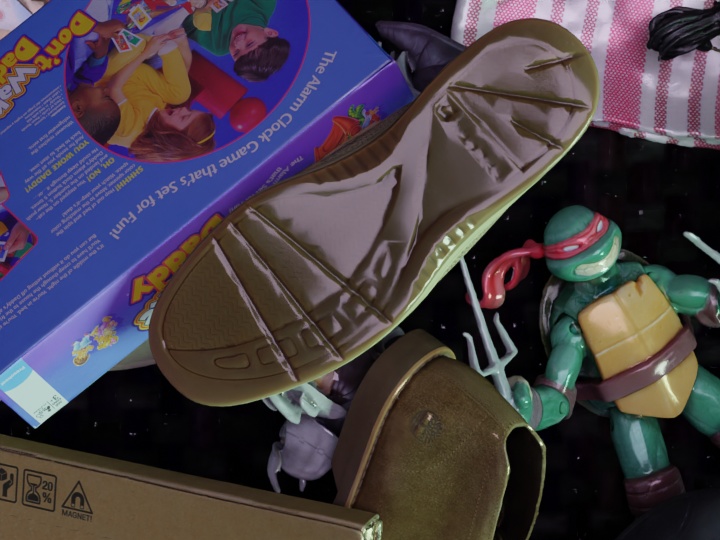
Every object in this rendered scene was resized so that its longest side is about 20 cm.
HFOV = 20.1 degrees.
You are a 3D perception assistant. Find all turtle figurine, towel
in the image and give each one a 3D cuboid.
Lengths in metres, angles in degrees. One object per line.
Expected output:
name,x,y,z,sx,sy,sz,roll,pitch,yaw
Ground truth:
turtle figurine,0.125,0.040,0.882,0.149,0.101,0.200,-30,108,6
towel,0.144,-0.130,0.911,0.199,0.030,0.147,8,91,-5

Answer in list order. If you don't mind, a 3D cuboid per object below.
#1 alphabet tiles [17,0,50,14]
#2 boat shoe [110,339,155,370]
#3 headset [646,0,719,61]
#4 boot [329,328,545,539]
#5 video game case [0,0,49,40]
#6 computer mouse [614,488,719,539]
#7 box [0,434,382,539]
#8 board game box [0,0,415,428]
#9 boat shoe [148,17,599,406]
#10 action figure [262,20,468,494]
alphabet tiles,-0.100,-0.185,0.882,0.200,0.006,0.167,42,87,-1
boat shoe,-0.131,0.012,0.875,0.199,0.072,0.060,-18,55,-3
headset,0.180,-0.048,0.819,0.093,0.201,0.124,-15,138,5
boot,0.020,0.126,0.849,0.075,0.074,0.201,33,128,24
video game case,-0.119,-0.101,0.895,0.199,0.018,0.144,-18,94,-4
computer mouse,0.112,0.177,0.836,0.200,0.053,0.139,-45,106,-5
box,-0.093,0.163,0.853,0.199,0.021,0.164,10,103,20
board game box,-0.094,-0.052,0.822,0.200,0.045,0.135,-38,59,-3
boat shoe,0.009,-0.017,0.776,0.200,0.065,0.071,-36,87,5
action figure,0.000,0.000,0.860,0.069,0.130,0.201,16,81,19
